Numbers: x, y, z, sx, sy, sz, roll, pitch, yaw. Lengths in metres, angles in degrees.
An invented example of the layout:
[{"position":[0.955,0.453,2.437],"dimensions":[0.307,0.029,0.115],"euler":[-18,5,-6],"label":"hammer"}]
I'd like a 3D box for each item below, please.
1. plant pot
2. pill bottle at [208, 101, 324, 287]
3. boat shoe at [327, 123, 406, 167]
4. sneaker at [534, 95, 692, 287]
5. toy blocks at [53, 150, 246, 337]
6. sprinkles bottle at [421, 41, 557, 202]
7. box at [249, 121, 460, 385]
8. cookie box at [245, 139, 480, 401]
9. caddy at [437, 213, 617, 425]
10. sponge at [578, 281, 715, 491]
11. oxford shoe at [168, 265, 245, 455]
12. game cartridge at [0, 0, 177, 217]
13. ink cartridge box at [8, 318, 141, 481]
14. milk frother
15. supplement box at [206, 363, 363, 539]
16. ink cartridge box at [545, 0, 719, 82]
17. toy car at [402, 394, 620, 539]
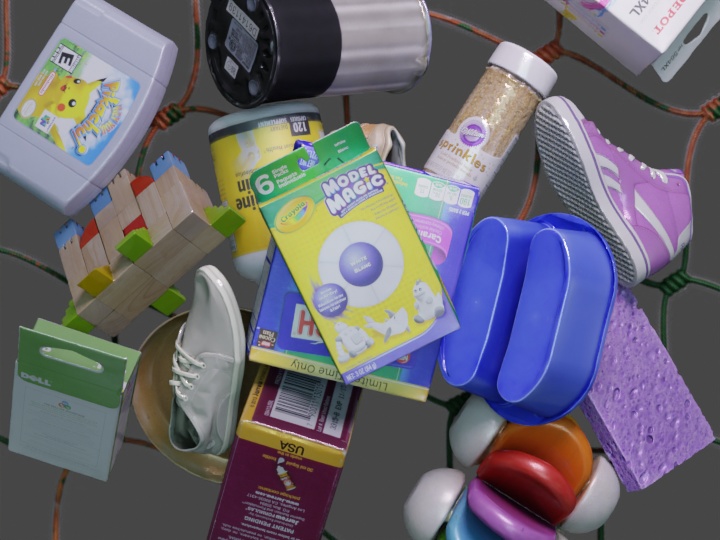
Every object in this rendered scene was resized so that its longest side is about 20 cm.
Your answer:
[{"position":[-0.123,0.118,1.484],"dimensions":[0.199,0.028,0.201],"euler":[4,117,8],"label":"plant pot"},{"position":[-0.076,-0.055,1.484],"dimensions":[0.111,0.112,0.201],"euler":[-12,88,-1],"label":"pill bottle"},{"position":[0.019,-0.040,1.457],"dimensions":[0.068,0.075,0.201],"euler":[-9,95,32],"label":"boat shoe"},{"position":[0.254,-0.095,1.508],"dimensions":[0.114,0.073,0.201],"euler":[-32,97,-22],"label":"sneaker"},{"position":[-0.216,-0.037,1.480],"dimensions":[0.200,0.137,0.100],"euler":[-40,133,12],"label":"toy blocks"},{"position":[0.115,-0.124,1.510],"dimensions":[0.068,0.068,0.201],"euler":[32,89,1],"label":"sprinkles bottle"},{"position":[-0.006,-0.017,1.327],"dimensions":[0.117,0.048,0.201],"euler":[-27,97,-2],"label":"box"},{"position":[0.000,0.000,1.390],"dimensions":[0.170,0.075,0.201],"euler":[13,96,-7],"label":"cookie box"},{"position":[0.157,0.042,1.417],"dimensions":[0.141,0.105,0.201],"euler":[14,90,40],"label":"caddy"},{"position":[0.256,0.105,1.498],"dimensions":[0.111,0.030,0.201],"euler":[-28,88,-31],"label":"sponge"},{"position":[-0.146,0.090,1.414],"dimensions":[0.058,0.075,0.201],"euler":[-12,124,-30],"label":"oxford shoe"},{"position":[-0.271,-0.161,1.506],"dimensions":[0.133,0.040,0.201],"euler":[31,88,16],"label":"game cartridge"},{"position":[-0.268,0.108,1.440],"dimensions":[0.103,0.200,0.059],"euler":[18,48,0],"label":"ink cartridge box"},{"position":[-0.033,-0.266,1.425],"dimensions":[0.188,0.200,0.181],"euler":[-12,64,-38],"label":"milk frother"},{"position":[-0.074,0.199,1.428],"dimensions":[0.103,0.131,0.201],"euler":[17,119,-1],"label":"supplement box"},{"position":[0.262,-0.292,1.488],"dimensions":[0.200,0.125,0.129],"euler":[39,88,1],"label":"ink cartridge box"},{"position":[0.147,0.222,1.458],"dimensions":[0.175,0.150,0.201],"euler":[32,88,0],"label":"toy car"}]
